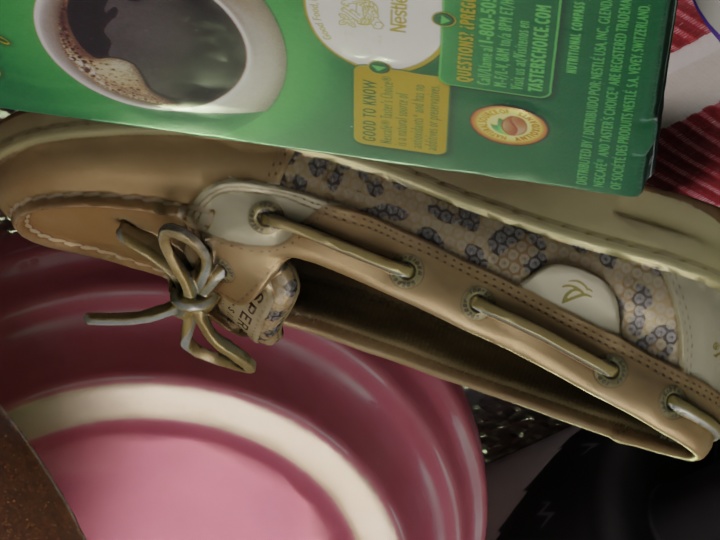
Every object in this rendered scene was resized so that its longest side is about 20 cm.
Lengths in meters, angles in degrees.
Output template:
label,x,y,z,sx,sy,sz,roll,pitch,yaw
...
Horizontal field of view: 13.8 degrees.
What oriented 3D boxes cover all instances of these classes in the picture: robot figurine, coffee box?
label,x,y,z,sx,sy,sz,roll,pitch,yaw
robot figurine,0.075,0.110,0.953,0.150,0.125,0.200,21,145,-37
coffee box,-0.032,-0.075,0.624,0.200,0.044,0.123,8,152,5

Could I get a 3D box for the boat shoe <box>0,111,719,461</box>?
label,x,y,z,sx,sy,sz,roll,pitch,yaw
boat shoe,0.000,0.000,0.760,0.200,0.063,0.073,10,166,2

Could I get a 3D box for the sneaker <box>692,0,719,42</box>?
label,x,y,z,sx,sy,sz,roll,pitch,yaw
sneaker,0.149,-0.030,0.710,0.200,0.081,0.146,-9,138,-28

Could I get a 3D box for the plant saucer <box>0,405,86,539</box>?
label,x,y,z,sx,sy,sz,roll,pitch,yaw
plant saucer,-0.147,0.092,0.815,0.034,0.200,0.200,-33,174,-43

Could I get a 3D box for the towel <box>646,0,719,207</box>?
label,x,y,z,sx,sy,sz,roll,pitch,yaw
towel,0.079,-0.063,0.743,0.144,0.023,0.200,-26,148,28

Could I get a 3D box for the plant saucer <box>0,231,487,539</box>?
label,x,y,z,sx,sy,sz,roll,pitch,yaw
plant saucer,-0.062,0.079,0.853,0.200,0.051,0.201,-1,123,-2
